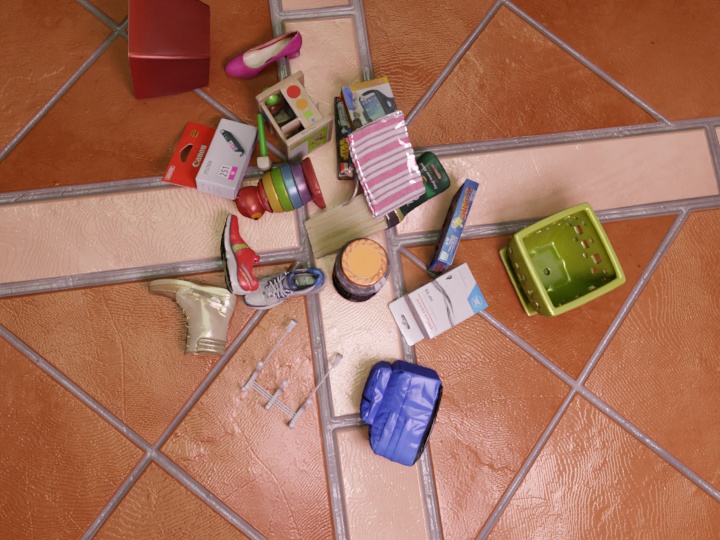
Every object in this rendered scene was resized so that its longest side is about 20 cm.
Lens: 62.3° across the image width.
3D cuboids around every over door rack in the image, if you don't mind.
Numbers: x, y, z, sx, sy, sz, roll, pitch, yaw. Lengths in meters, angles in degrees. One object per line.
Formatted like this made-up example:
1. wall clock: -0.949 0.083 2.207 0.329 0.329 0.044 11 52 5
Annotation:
1. over door rack: -0.152 0.227 1.328 0.147 0.067 0.201 37 79 1

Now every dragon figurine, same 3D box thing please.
1. dragon figurine: -0.003 -0.249 1.355 0.058 0.100 0.203 7 113 3

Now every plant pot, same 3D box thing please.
1. plant pot: -0.437 -0.525 1.380 0.174 0.200 0.203 0 80 -17
2. plant pot: 0.445 -0.012 1.366 0.197 0.182 0.202 -23 82 -9

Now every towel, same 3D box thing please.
1. towel: 0.060 -0.229 1.304 0.145 0.030 0.202 -29 115 -19

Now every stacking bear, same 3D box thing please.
1. stacking bear: -0.193 -0.178 1.378 0.197 0.122 0.115 -19 76 0

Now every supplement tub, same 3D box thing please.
1. supplement tub: 0.000 0.000 1.313 0.121 0.200 0.125 1 80 -5

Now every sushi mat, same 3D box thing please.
1. sushi mat: -0.036 -0.107 1.377 0.198 0.012 0.097 -23 80 21

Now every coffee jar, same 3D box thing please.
1. coffee jar: 0.109 -0.187 1.411 0.199 0.085 0.105 -36 101 -10

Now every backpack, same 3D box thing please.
1. backpack: 0.080 0.305 1.293 0.165 0.162 0.203 15 92 7

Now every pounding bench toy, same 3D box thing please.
1. pounding bench toy: -0.189 -0.343 1.394 0.199 0.124 0.157 -33 84 -10

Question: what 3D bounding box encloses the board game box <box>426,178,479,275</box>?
1. board game box: 0.213 -0.098 1.384 0.034 0.135 0.202 21 80 0

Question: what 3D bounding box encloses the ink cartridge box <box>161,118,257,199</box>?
1. ink cartridge box: -0.344 -0.270 1.374 0.171 0.044 0.202 14 56 -4

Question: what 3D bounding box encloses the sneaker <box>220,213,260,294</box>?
1. sneaker: -0.271 -0.036 1.356 0.084 0.077 0.203 -2 64 -23

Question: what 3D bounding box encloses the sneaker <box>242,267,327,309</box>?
1. sneaker: -0.173 0.031 1.351 0.197 0.085 0.078 -18 82 -7

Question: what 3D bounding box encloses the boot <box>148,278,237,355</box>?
1. boot: -0.384 0.106 1.325 0.197 0.073 0.158 11 76 -9

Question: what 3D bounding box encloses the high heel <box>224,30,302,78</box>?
1. high heel: -0.235 -0.525 1.436 0.197 0.096 0.068 -14 82 -8

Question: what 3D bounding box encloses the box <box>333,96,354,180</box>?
1. box: 0.007 -0.323 1.452 0.135 0.040 0.203 -2 80 -7

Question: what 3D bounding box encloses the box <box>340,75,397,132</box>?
1. box: 0.036 -0.352 1.420 0.117 0.042 0.203 -16 80 -8

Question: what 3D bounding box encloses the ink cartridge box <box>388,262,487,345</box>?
1. ink cartridge box: 0.178 0.081 1.379 0.198 0.067 0.117 -28 90 -10
